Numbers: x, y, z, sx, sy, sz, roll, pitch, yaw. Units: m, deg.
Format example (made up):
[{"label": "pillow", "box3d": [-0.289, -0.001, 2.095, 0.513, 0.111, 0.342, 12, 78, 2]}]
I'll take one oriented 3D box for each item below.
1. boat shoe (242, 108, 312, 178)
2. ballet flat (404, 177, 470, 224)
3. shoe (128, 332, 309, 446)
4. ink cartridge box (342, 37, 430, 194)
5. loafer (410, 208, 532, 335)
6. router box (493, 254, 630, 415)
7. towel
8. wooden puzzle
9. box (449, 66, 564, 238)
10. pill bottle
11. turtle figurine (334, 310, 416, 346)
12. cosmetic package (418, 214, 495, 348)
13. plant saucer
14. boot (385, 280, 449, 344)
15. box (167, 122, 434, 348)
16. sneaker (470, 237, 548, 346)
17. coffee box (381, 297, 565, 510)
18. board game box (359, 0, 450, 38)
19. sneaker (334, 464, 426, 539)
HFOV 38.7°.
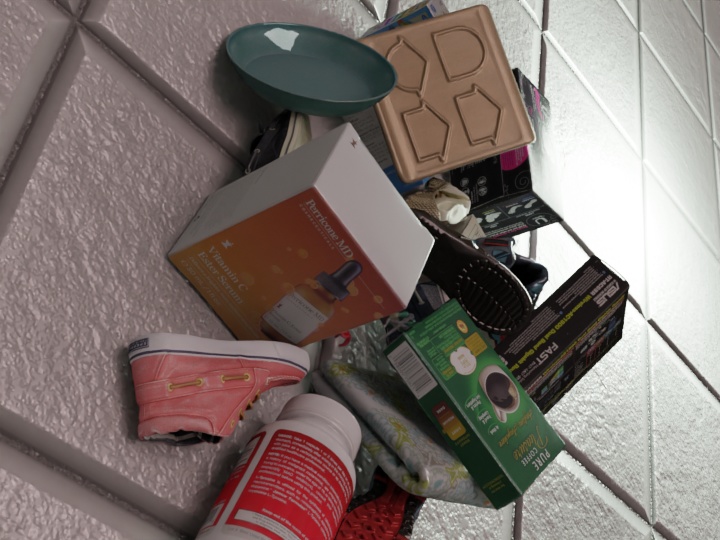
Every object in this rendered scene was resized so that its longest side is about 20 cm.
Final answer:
[{"label": "boat shoe", "box3d": [-0.088, -0.130, 1.120, 0.201, 0.061, 0.076, -79, 163, -58]}, {"label": "ballet flat", "box3d": [0.101, -0.077, 1.304, 0.200, 0.074, 0.069, -38, 127, -70]}, {"label": "shoe", "box3d": [-0.125, 0.115, 0.951, 0.198, 0.071, 0.093, 11, 66, -45]}, {"label": "ink cartridge box", "box3d": [0.035, -0.210, 1.324, 0.202, 0.066, 0.116, 61, 37, -12]}, {"label": "loafer", "box3d": [0.113, -0.008, 1.145, 0.199, 0.073, 0.072, 41, 17, -12]}, {"label": "router box", "box3d": [0.230, 0.096, 1.221, 0.062, 0.200, 0.150, 42, -13, 26]}, {"label": "towel", "box3d": [0.052, 0.175, 1.088, 0.170, 0.049, 0.200, 19, 18, -49]}, {"label": "wooden puzzle", "box3d": [0.102, -0.217, 1.270, 0.197, 0.046, 0.188, -18, 85, -18]}, {"label": "box", "box3d": [0.204, -0.160, 1.470, 0.114, 0.131, 0.203, 30, 50, -48]}, {"label": "pill bottle", "box3d": [-0.070, 0.212, 0.935, 0.113, 0.111, 0.201, 53, 39, -21]}, {"label": "turtle figurine", "box3d": [0.000, 0.000, 1.148, 0.151, 0.099, 0.200, 65, 22, -18]}, {"label": "cosmetic package", "box3d": [0.155, 0.042, 1.354, 0.201, 0.072, 0.104, 57, 38, -16]}, {"label": "plant saucer", "box3d": [-0.057, -0.223, 1.157, 0.197, 0.036, 0.201, 11, 34, -7]}, {"label": "boot", "box3d": [0.079, 0.100, 1.186, 0.073, 0.089, 0.202, 92, -12, -48]}, {"label": "box", "box3d": [-0.057, -0.022, 0.994, 0.153, 0.198, 0.107, 51, 39, -21]}, {"label": "sneaker", "box3d": [0.189, 0.033, 1.241, 0.200, 0.094, 0.080, 47, 37, -42]}, {"label": "coffee box", "box3d": [0.119, 0.135, 1.066, 0.201, 0.044, 0.123, 53, 35, 6]}, {"label": "board game box", "box3d": [0.102, -0.256, 1.377, 0.201, 0.133, 0.034, 55, 50, -20]}, {"label": "sneaker", "box3d": [0.016, 0.273, 1.034, 0.200, 0.078, 0.097, -32, 142, -61]}]
